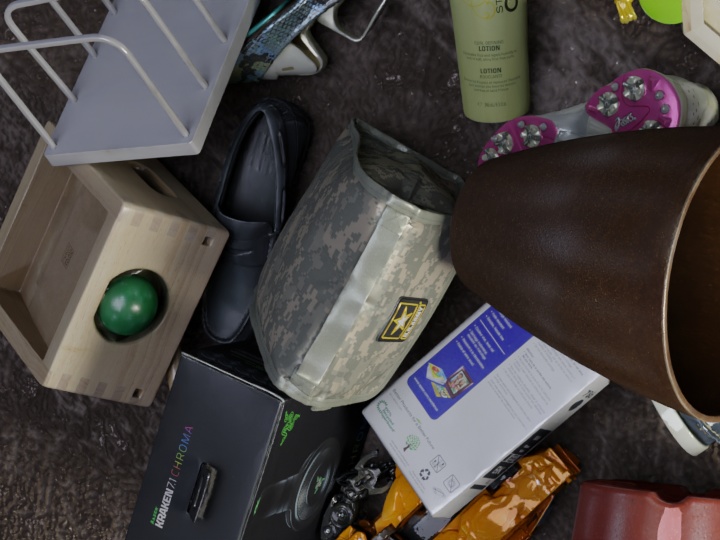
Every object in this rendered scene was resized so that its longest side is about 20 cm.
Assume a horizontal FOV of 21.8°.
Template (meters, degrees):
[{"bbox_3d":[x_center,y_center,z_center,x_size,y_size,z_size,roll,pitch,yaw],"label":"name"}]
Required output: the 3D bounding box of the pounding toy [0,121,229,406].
[{"bbox_3d":[-0.186,0.021,1.464,0.200,0.141,0.185,42,111,48],"label":"pounding toy"}]

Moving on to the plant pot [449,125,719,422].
[{"bbox_3d":[0.163,-0.013,1.233,0.199,0.186,0.189,12,98,38],"label":"plant pot"}]

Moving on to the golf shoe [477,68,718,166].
[{"bbox_3d":[0.172,-0.089,1.348,0.199,0.091,0.076,-18,85,46],"label":"golf shoe"}]

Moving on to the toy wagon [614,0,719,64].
[{"bbox_3d":[0.271,-0.201,1.273,0.198,0.040,0.157,-4,111,8],"label":"toy wagon"}]

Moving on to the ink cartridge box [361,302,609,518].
[{"bbox_3d":[0.103,0.079,1.348,0.200,0.039,0.100,-41,66,15],"label":"ink cartridge box"}]

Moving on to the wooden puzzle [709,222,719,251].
[{"bbox_3d":[0.321,-0.022,1.277,0.184,0.046,0.201,-29,95,23],"label":"wooden puzzle"}]

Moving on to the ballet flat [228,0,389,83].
[{"bbox_3d":[-0.034,-0.191,1.434,0.200,0.074,0.075,-39,78,24],"label":"ballet flat"}]

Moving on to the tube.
[{"bbox_3d":[0.090,-0.206,1.340,0.052,0.058,0.202,32,136,49],"label":"tube"}]

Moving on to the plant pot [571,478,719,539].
[{"bbox_3d":[0.217,0.249,1.290,0.199,0.200,0.198,4,86,23],"label":"plant pot"}]

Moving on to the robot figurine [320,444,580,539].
[{"bbox_3d":[0.065,0.181,1.414,0.200,0.058,0.145,-44,76,19],"label":"robot figurine"}]

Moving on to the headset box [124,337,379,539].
[{"bbox_3d":[-0.082,0.148,1.399,0.092,0.200,0.176,22,101,21],"label":"headset box"}]

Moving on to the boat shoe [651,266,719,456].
[{"bbox_3d":[0.212,0.031,1.328,0.062,0.075,0.201,-32,71,18],"label":"boat shoe"}]

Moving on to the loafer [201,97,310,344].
[{"bbox_3d":[-0.091,-0.037,1.462,0.067,0.070,0.203,18,100,20],"label":"loafer"}]

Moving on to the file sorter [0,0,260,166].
[{"bbox_3d":[-0.175,-0.198,1.402,0.137,0.125,0.202,-3,53,30],"label":"file sorter"}]

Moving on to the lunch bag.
[{"bbox_3d":[0.000,0.000,1.346,0.117,0.200,0.165,29,105,-8],"label":"lunch bag"}]
